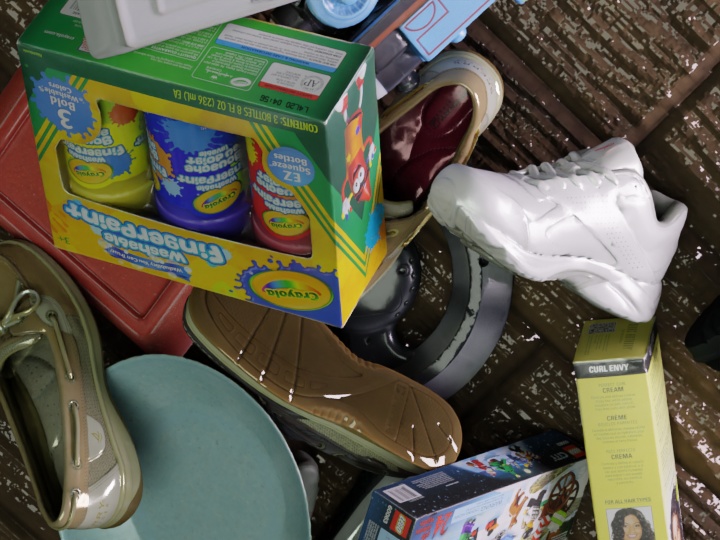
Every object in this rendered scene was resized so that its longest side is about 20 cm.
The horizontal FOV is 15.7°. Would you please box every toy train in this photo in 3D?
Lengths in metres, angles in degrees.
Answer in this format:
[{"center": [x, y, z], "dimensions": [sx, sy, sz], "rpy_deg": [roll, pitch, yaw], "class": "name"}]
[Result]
[{"center": [0.040, -0.186, 1.548], "dimensions": [0.200, 0.087, 0.114], "rpy_deg": [-43, 119, 1], "class": "toy train"}]

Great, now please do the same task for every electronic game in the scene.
[{"center": [0.000, 0.000, 1.679], "dimensions": [0.199, 0.042, 0.201], "rpy_deg": [2, 102, 9], "class": "electronic game"}]

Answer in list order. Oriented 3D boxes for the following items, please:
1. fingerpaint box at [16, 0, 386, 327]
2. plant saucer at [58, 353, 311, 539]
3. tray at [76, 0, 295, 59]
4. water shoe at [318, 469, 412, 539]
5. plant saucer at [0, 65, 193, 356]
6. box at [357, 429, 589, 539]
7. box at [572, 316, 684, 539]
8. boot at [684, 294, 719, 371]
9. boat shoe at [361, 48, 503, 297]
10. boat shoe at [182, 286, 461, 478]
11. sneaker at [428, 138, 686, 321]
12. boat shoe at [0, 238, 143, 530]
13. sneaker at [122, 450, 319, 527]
[{"center": [-0.091, -0.069, 1.537], "dimensions": [0.199, 0.074, 0.167], "rpy_deg": [16, 139, 18], "class": "fingerpaint box"}, {"center": [-0.106, 0.147, 1.655], "dimensions": [0.200, 0.039, 0.202], "rpy_deg": [8, 105, 30], "class": "plant saucer"}, {"center": [-0.061, -0.175, 1.439], "dimensions": [0.199, 0.022, 0.108], "rpy_deg": [-18, 142, -7], "class": "tray"}, {"center": [0.003, 0.207, 1.739], "dimensions": [0.079, 0.072, 0.201], "rpy_deg": [30, 113, -7], "class": "water shoe"}, {"center": [-0.148, -0.068, 1.660], "dimensions": [0.200, 0.037, 0.200], "rpy_deg": [41, 111, 7], "class": "plant saucer"}, {"center": [0.062, 0.186, 1.658], "dimensions": [0.038, 0.199, 0.137], "rpy_deg": [30, 115, 31], "class": "box"}, {"center": [0.176, 0.136, 1.684], "dimensions": [0.050, 0.075, 0.201], "rpy_deg": [-5, 110, 13], "class": "box"}, {"center": [0.324, 0.046, 1.631], "dimensions": [0.198, 0.073, 0.163], "rpy_deg": [-36, 104, 19], "class": "boot"}, {"center": [0.011, -0.051, 1.610], "dimensions": [0.074, 0.066, 0.200], "rpy_deg": [35, 106, 1], "class": "boat shoe"}, {"center": [-0.033, 0.076, 1.631], "dimensions": [0.199, 0.073, 0.065], "rpy_deg": [34, 140, -13], "class": "boat shoe"}, {"center": [0.123, -0.042, 1.592], "dimensions": [0.199, 0.078, 0.100], "rpy_deg": [20, 100, -45], "class": "sneaker"}, {"center": [-0.202, 0.070, 1.639], "dimensions": [0.073, 0.063, 0.202], "rpy_deg": [-33, 70, 33], "class": "boat shoe"}, {"center": [-0.118, 0.124, 1.735], "dimensions": [0.199, 0.078, 0.100], "rpy_deg": [17, 105, -7], "class": "sneaker"}]
